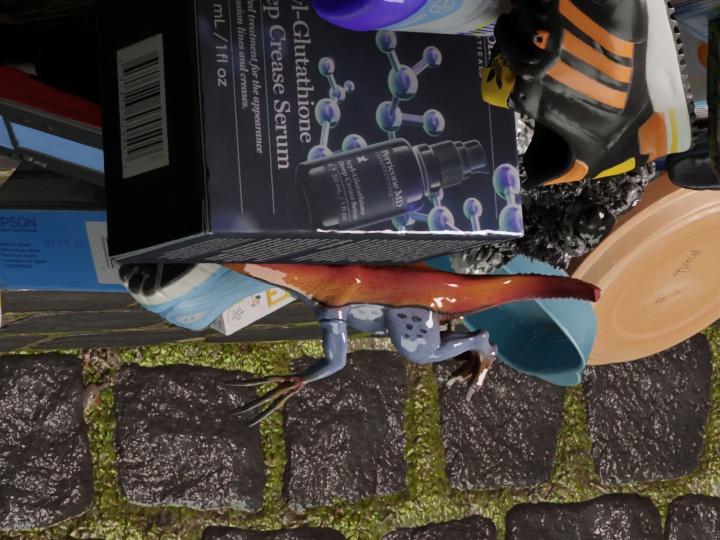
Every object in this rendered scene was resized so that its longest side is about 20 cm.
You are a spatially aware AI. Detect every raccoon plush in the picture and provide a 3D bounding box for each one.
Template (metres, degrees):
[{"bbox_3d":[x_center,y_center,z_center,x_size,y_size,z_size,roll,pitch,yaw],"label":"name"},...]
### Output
[{"bbox_3d":[0.075,-0.064,1.459,0.134,0.097,0.200,42,132,-15],"label":"raccoon plush"}]

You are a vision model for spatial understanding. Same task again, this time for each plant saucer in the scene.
[{"bbox_3d":[0.215,-0.001,1.714,0.200,0.032,0.200,-24,149,-15],"label":"plant saucer"}]

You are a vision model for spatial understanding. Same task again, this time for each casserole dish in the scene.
[{"bbox_3d":[0.080,-0.005,1.630,0.039,0.200,0.121,-48,-166,-19],"label":"casserole dish"}]

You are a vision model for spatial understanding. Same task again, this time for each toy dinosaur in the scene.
[{"bbox_3d":[0.000,0.000,1.430,0.200,0.105,0.181,-36,137,20],"label":"toy dinosaur"}]

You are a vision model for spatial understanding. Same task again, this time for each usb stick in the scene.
[{"bbox_3d":[0.235,-0.095,1.554,0.055,0.033,0.200,-1,-158,22],"label":"usb stick"}]

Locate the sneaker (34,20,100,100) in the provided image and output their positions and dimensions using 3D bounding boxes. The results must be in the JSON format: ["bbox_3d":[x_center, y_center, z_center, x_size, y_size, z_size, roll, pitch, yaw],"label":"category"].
[{"bbox_3d":[-0.081,-0.104,1.418,0.200,0.075,0.106,-4,174,8],"label":"sneaker"}]

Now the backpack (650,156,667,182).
[{"bbox_3d":[0.168,-0.057,1.751,0.200,0.135,0.182,-14,169,43],"label":"backpack"}]

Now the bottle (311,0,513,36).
[{"bbox_3d":[0.074,-0.144,1.198,0.200,0.065,0.083,0,173,-35],"label":"bottle"}]

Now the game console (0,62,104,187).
[{"bbox_3d":[-0.198,-0.085,1.414,0.177,0.031,0.200,22,173,-2],"label":"game console"}]

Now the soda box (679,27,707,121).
[{"bbox_3d":[0.194,-0.123,1.482,0.200,0.064,0.068,-9,172,32],"label":"soda box"}]

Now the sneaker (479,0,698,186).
[{"bbox_3d":[0.092,-0.108,1.130,0.090,0.070,0.200,-24,140,1],"label":"sneaker"}]

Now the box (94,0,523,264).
[{"bbox_3d":[-0.027,-0.082,1.316,0.200,0.149,0.107,0,173,-34],"label":"box"}]

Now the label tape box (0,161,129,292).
[{"bbox_3d":[-0.138,-0.062,1.628,0.144,0.063,0.200,1,-149,19],"label":"label tape box"}]

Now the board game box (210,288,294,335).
[{"bbox_3d":[-0.101,-0.030,1.668,0.134,0.034,0.200,-27,-145,-32],"label":"board game box"}]

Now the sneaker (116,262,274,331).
[{"bbox_3d":[-0.053,-0.040,1.508,0.200,0.078,0.090,-38,142,-4],"label":"sneaker"}]

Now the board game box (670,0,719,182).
[{"bbox_3d":[0.208,-0.110,1.215,0.062,0.200,0.200,-12,156,39],"label":"board game box"}]
